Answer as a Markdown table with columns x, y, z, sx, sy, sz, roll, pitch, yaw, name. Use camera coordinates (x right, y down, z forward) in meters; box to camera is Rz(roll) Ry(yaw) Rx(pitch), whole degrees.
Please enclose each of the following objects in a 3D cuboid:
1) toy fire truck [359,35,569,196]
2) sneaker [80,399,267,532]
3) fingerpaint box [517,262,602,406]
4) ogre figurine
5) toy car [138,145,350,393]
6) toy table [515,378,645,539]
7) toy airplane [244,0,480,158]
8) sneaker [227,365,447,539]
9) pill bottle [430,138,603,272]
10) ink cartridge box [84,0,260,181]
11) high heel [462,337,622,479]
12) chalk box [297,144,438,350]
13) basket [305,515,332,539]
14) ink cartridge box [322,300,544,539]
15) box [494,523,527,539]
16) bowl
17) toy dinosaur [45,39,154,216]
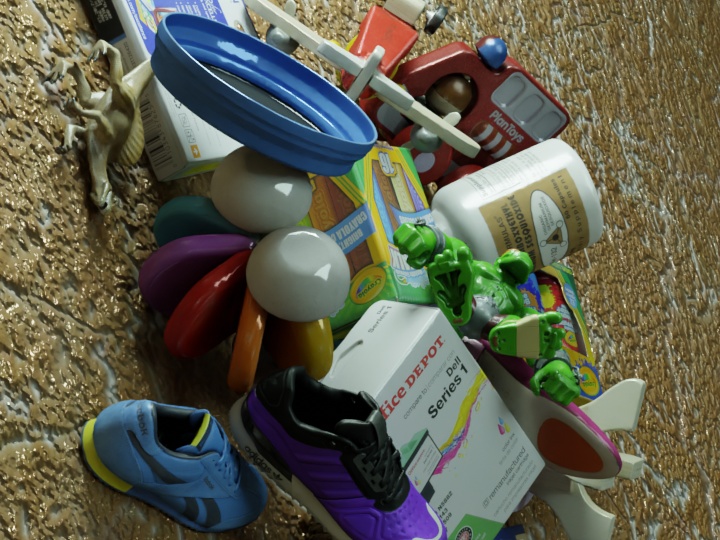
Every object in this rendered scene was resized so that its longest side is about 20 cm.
| x | y | z | sx | sy | sz | roll | pitch | yaw | name |
| --- | --- | --- | --- | --- | --- | --- | --- | --- | --- |
| 0.103 | -0.157 | 1.952 | 0.200 | 0.168 | 0.112 | 38 | 13 | -40 | toy fire truck |
| -0.122 | 0.148 | 1.467 | 0.200 | 0.078 | 0.066 | 32 | 41 | -47 | sneaker |
| 0.167 | 0.061 | 2.020 | 0.199 | 0.073 | 0.168 | 23 | 50 | -51 | fingerpaint box |
| 0.108 | 0.027 | 1.655 | 0.198 | 0.099 | 0.120 | 24 | 10 | -3 | ogre figurine |
| -0.102 | 0.010 | 1.544 | 0.149 | 0.176 | 0.201 | -12 | 56 | -19 | toy car |
| 0.206 | 0.184 | 1.885 | 0.200 | 0.116 | 0.186 | -26 | 128 | -66 | toy table |
| 0.001 | -0.179 | 1.792 | 0.198 | 0.141 | 0.201 | 3 | 46 | -41 | toy airplane |
| -0.002 | 0.147 | 1.468 | 0.200 | 0.100 | 0.070 | 38 | 40 | -6 | sneaker |
| 0.130 | -0.042 | 1.897 | 0.115 | 0.199 | 0.115 | 61 | -13 | 24 | pill bottle |
| -0.151 | -0.187 | 1.710 | 0.200 | 0.047 | 0.199 | -16 | 81 | -63 | ink cartridge box |
| 0.161 | 0.109 | 1.719 | 0.199 | 0.068 | 0.096 | 36 | 35 | 11 | high heel |
| 0.000 | 0.000 | 1.734 | 0.124 | 0.124 | 0.202 | 3 | 65 | -59 | chalk box |
| 0.052 | 0.274 | 1.593 | 0.200 | 0.142 | 0.150 | 51 | 31 | -23 | basket |
| 0.049 | 0.146 | 1.634 | 0.145 | 0.084 | 0.201 | -51 | 123 | -25 | ink cartridge box |
| 0.133 | 0.308 | 1.821 | 0.199 | 0.032 | 0.122 | 2 | 66 | -60 | box |
| -0.081 | -0.141 | 1.552 | 0.199 | 0.040 | 0.201 | 28 | 17 | -10 | bowl |
| -0.203 | -0.138 | 1.571 | 0.101 | 0.058 | 0.201 | 50 | 48 | -38 | toy dinosaur |
